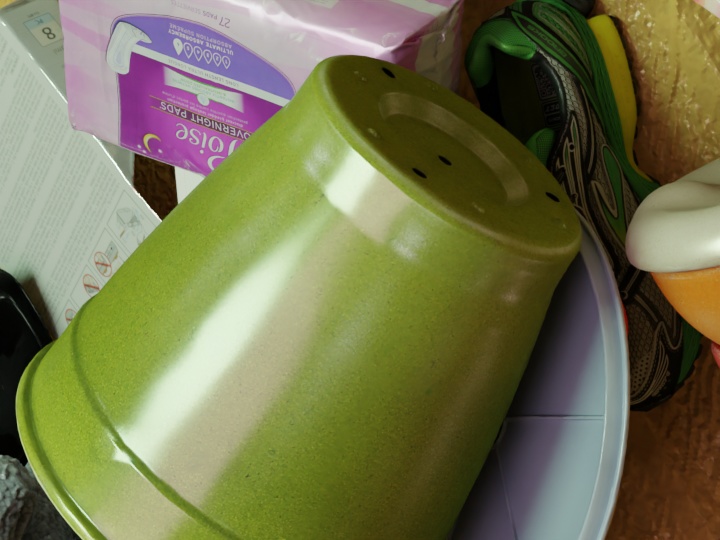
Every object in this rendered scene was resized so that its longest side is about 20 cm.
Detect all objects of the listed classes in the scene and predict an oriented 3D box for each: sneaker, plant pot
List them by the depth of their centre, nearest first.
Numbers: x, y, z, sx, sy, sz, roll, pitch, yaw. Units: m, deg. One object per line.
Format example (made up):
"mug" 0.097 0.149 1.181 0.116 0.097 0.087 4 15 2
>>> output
"plant pot" -0.011 0.023 0.839 0.200 0.200 0.193 45 115 22
"sneaker" 0.096 -0.028 0.934 0.078 0.085 0.201 -23 87 42

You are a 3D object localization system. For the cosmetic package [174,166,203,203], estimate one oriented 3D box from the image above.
"cosmetic package" -0.059 -0.075 1.074 0.082 0.050 0.202 5 105 40

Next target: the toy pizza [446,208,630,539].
"toy pizza" 0.070 0.066 0.885 0.200 0.032 0.202 -32 54 59

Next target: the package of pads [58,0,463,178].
"package of pads" -0.046 -0.096 0.945 0.199 0.076 0.121 21 131 25

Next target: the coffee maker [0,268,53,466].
"coffee maker" -0.281 0.060 1.205 0.199 0.193 0.135 -7 141 33

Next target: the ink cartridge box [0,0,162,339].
"ink cartridge box" -0.157 -0.034 1.155 0.200 0.047 0.160 50 140 12

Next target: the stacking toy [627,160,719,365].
"stacking toy" 0.205 0.043 0.827 0.145 0.146 0.201 -13 102 41

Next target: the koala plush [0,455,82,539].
"koala plush" -0.107 0.130 1.078 0.199 0.184 0.178 -36 95 2

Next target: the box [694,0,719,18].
"box" 0.203 -0.190 0.789 0.095 0.102 0.201 39 125 25
